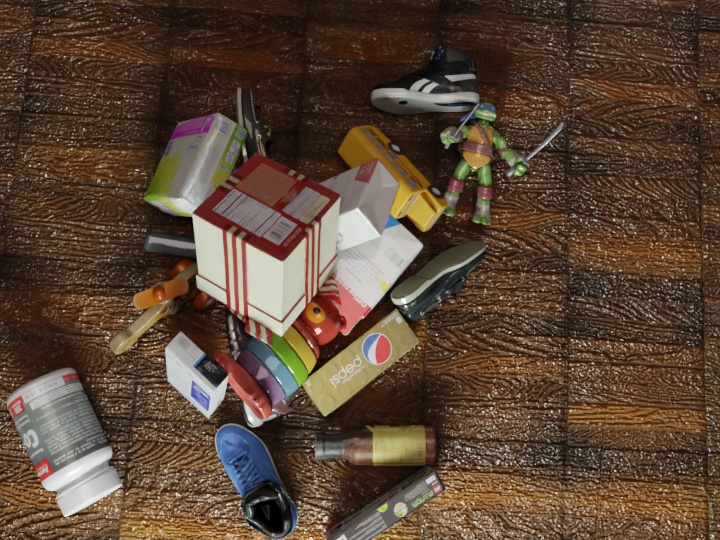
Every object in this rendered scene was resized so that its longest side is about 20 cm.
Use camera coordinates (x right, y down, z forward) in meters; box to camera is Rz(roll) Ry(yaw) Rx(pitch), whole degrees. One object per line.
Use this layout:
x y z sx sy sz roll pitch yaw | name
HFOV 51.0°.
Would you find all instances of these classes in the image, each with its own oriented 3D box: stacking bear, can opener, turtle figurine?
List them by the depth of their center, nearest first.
-0.111 0.120 1.164 0.121 0.114 0.200 40 71 21 | stacking bear
-0.256 -0.052 1.254 0.195 0.053 0.069 9 94 -12 | can opener
0.199 -0.179 1.257 0.141 0.199 0.199 5 104 -33 | turtle figurine

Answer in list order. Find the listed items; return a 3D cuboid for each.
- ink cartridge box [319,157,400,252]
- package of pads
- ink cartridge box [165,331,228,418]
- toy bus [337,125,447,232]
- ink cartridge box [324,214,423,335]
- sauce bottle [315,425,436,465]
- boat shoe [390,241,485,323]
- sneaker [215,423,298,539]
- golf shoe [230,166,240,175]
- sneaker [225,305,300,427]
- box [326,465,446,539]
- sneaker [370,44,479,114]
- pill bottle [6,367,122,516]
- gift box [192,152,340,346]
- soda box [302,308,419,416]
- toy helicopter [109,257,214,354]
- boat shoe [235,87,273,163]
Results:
-0.040 -0.092 1.233 0.068 0.197 0.118 45 48 -29 | ink cartridge box
-0.272 -0.165 1.221 0.067 0.198 0.158 28 79 -31 | package of pads
-0.255 0.166 1.171 0.099 0.200 0.039 41 64 3 | ink cartridge box
0.054 -0.155 1.274 0.201 0.078 0.065 50 124 17 | toy bus
0.000 0.000 1.269 0.116 0.067 0.201 41 81 5 | ink cartridge box
0.024 0.283 1.224 0.194 0.066 0.068 2 80 -4 | sauce bottle
0.140 0.022 1.273 0.198 0.074 0.067 -35 115 -26 | boat shoe
-0.166 0.329 1.184 0.076 0.111 0.202 -31 83 -7 | sneaker
-0.213 -0.141 1.230 0.076 0.198 0.090 4 65 -43 | golf shoe
-0.154 0.145 1.243 0.113 0.076 0.205 -13 90 -11 | sneaker
0.037 0.378 1.187 0.197 0.110 0.035 -32 83 -7 | box
0.111 -0.342 1.335 0.195 0.073 0.115 -1 77 -11 | sneaker
-0.459 0.268 1.179 0.112 0.114 0.203 -27 82 -7 | pill bottle
-0.129 -0.021 1.115 0.198 0.189 0.185 32 53 18 | gift box
0.000 0.153 1.246 0.198 0.064 0.068 -37 83 -8 | soda box
-0.323 0.060 1.211 0.199 0.132 0.079 -43 85 -8 | toy helicopter
-0.178 -0.214 1.297 0.059 0.072 0.207 -7 88 -8 | boat shoe
